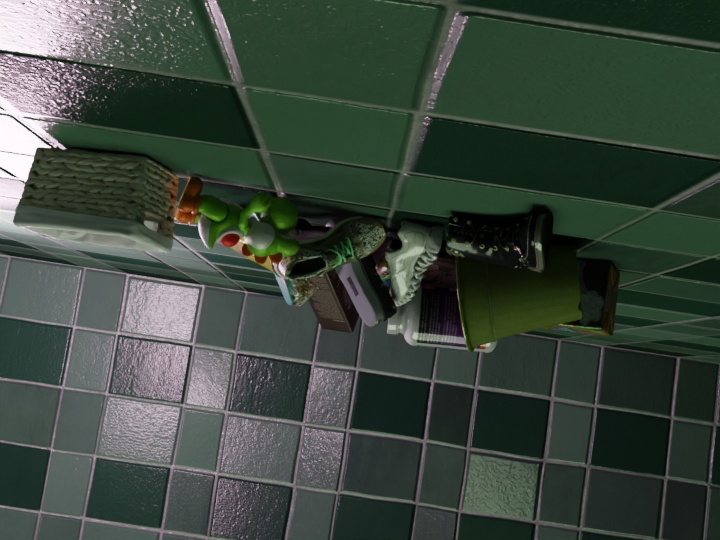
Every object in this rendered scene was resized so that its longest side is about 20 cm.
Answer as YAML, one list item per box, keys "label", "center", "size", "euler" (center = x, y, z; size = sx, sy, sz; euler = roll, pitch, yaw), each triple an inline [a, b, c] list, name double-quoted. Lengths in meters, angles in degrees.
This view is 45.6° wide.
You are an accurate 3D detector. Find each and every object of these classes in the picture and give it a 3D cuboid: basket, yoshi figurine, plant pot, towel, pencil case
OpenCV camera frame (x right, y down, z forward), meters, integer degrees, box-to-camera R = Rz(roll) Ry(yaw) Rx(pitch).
- label: "basket"
  center: [-0.384, -0.105, 1.269]
  size: [0.199, 0.124, 0.136]
  euler: [6, 173, 13]
- label: "yoshi figurine"
  center: [-0.182, -0.092, 1.349]
  size: [0.200, 0.112, 0.112]
  euler: [23, -152, -12]
- label: "plant pot"
  center: [0.263, 0.026, 1.403]
  size: [0.189, 0.201, 0.200]
  euler: [-7, 170, 13]
- label: "towel"
  center: [-0.197, -0.053, 1.498]
  size: [0.018, 0.086, 0.200]
  euler: [-33, -151, -20]
- label: "pencil case"
  center: [0.100, -0.018, 1.569]
  size: [0.200, 0.087, 0.083]
  euler: [11, -144, -21]

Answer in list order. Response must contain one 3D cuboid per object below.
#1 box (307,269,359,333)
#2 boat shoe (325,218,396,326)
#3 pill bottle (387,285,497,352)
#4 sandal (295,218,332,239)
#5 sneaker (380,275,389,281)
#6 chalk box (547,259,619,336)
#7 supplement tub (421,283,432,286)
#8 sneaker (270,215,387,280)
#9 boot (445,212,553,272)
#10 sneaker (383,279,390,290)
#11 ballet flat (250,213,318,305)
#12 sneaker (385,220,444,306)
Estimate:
- label: "box"
  center: [-0.054, 0.020, 1.608]
  size: [0.075, 0.100, 0.200]
  euler: [5, 144, 23]
- label: "boat shoe"
  center: [0.000, 0.000, 1.491]
  size: [0.057, 0.200, 0.069]
  euler: [-21, 175, -33]
- label: "pill bottle"
  center: [0.152, 0.087, 1.569]
  size: [0.199, 0.113, 0.112]
  euler: [6, 173, 1]
- label: "sandal"
  center: [-0.101, -0.059, 1.516]
  size: [0.200, 0.076, 0.048]
  euler: [15, -147, 36]
- label: "sneaker"
  center: [-0.012, -0.025, 1.660]
  size: [0.200, 0.078, 0.085]
  euler: [5, 172, 30]
- label: "chalk box"
  center: [0.362, 0.044, 1.579]
  size: [0.200, 0.125, 0.124]
  euler: [7, 173, 26]
- label: "supplement tub"
  center: [0.156, 0.034, 1.826]
  size: [0.107, 0.107, 0.200]
  euler: [5, 173, 29]
- label: "sneaker"
  center: [-0.045, -0.024, 1.395]
  size: [0.200, 0.077, 0.089]
  euler: [-22, -155, -3]
- label: "boot"
  center: [0.199, -0.046, 1.249]
  size: [0.153, 0.074, 0.204]
  euler: [10, 172, 11]
- label: "sneaker"
  center: [0.062, 0.069, 1.735]
  size: [0.130, 0.080, 0.200]
  euler: [33, 169, -26]
- label: "ballet flat"
  center: [-0.131, -0.034, 1.475]
  size: [0.064, 0.200, 0.076]
  euler: [-28, -160, -20]
- label: "sneaker"
  center: [0.076, -0.015, 1.461]
  size: [0.081, 0.075, 0.200]
  euler: [18, 138, -5]
